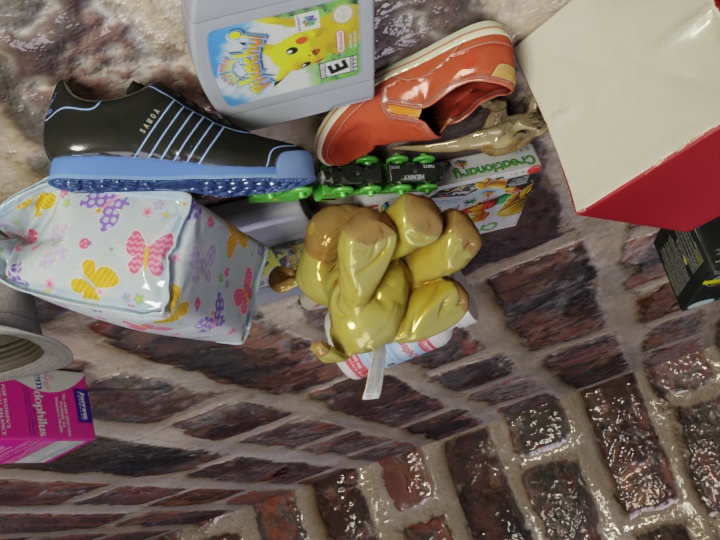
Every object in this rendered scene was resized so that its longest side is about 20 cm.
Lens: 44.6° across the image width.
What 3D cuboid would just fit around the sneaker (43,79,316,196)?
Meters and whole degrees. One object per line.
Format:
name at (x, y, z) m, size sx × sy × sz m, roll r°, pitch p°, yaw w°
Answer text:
sneaker at (-0.129, -0.099, 0.651) m, size 0.199 × 0.078 × 0.070 m, roll 0°, pitch 173°, yaw -22°

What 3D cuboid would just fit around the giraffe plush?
giraffe plush at (0.000, 0.000, 0.872) m, size 0.172 × 0.162 × 0.201 m, roll 15°, pitch 107°, yaw -37°

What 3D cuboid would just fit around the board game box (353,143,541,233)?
board game box at (0.090, -0.074, 0.973) m, size 0.199 × 0.035 × 0.126 m, roll -13°, pitch 154°, yaw -10°

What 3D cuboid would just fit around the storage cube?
storage cube at (0.269, -0.151, 0.732) m, size 0.179 × 0.172 × 0.200 m, roll 3°, pitch 153°, yaw -41°

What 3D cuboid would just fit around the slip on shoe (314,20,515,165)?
slip on shoe at (0.043, -0.137, 0.749) m, size 0.199 × 0.061 × 0.074 m, roll -25°, pitch 160°, yaw 26°

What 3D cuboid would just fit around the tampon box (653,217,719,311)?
tampon box at (0.544, -0.041, 1.302) m, size 0.149 × 0.127 × 0.200 m, roll -17°, pitch 160°, yaw 2°

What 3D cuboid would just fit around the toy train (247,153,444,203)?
toy train at (-0.015, -0.087, 0.847) m, size 0.199 × 0.042 × 0.056 m, roll -4°, pitch 171°, yaw -21°

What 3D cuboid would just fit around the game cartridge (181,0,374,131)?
game cartridge at (-0.056, -0.167, 0.629) m, size 0.133 × 0.041 × 0.200 m, roll -12°, pitch 160°, yaw -3°

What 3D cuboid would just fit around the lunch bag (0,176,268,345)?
lunch bag at (-0.208, -0.013, 0.774) m, size 0.199 × 0.128 × 0.170 m, roll 7°, pitch 169°, yaw 19°

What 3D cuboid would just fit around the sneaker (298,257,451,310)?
sneaker at (0.021, 0.029, 1.106) m, size 0.199 × 0.094 × 0.070 m, roll -20°, pitch 169°, yaw 6°

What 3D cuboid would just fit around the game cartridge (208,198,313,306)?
game cartridge at (-0.108, -0.016, 0.959) m, size 0.133 × 0.041 × 0.200 m, roll -18°, pitch 155°, yaw -9°

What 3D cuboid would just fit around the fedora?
fedora at (-0.384, 0.049, 0.850) m, size 0.199 × 0.091 × 0.177 m, roll -12°, pitch 159°, yaw 5°

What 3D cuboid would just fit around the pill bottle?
pill bottle at (0.058, 0.070, 1.233) m, size 0.199 × 0.109 × 0.109 m, roll -24°, pitch 159°, yaw 17°

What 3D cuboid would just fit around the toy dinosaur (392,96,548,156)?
toy dinosaur at (0.137, -0.133, 0.838) m, size 0.199 × 0.058 × 0.101 m, roll -13°, pitch 161°, yaw -9°

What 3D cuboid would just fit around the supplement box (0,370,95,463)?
supplement box at (-0.458, 0.188, 1.140) m, size 0.103 × 0.102 × 0.200 m, roll -26°, pitch 159°, yaw 22°
